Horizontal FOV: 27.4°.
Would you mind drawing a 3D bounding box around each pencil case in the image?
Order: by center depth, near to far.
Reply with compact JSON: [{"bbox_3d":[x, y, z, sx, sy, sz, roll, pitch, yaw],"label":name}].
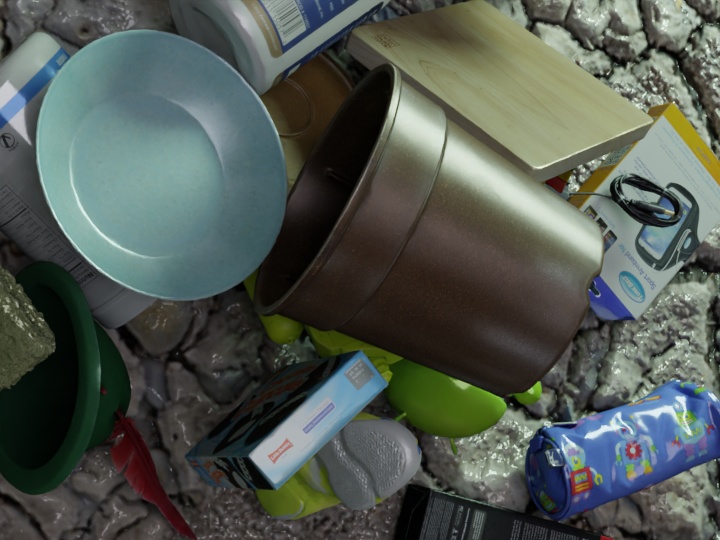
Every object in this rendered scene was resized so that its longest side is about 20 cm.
[{"bbox_3d":[0.242,0.160,1.351,0.200,0.078,0.087,-16,86,-24],"label":"pencil case"}]

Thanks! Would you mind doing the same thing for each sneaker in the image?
[{"bbox_3d":[0.001,0.147,1.186,0.105,0.200,0.076,-16,87,-40],"label":"sneaker"}]

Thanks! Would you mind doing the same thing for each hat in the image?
[{"bbox_3d":[-0.185,0.092,1.149,0.176,0.200,0.166,4,44,-42],"label":"hat"}]

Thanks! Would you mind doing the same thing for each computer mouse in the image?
[{"bbox_3d":[0.196,-0.072,1.328,0.199,0.034,0.059,7,71,-6],"label":"computer mouse"}]

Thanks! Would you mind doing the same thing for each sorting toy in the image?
[{"bbox_3d":[0.109,-0.135,1.236,0.200,0.070,0.199,39,36,22],"label":"sorting toy"}]

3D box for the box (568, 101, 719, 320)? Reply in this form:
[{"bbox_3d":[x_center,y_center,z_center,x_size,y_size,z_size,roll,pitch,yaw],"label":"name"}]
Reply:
[{"bbox_3d":[0.260,-0.048,1.387,0.200,0.041,0.119,-46,106,-16],"label":"box"}]

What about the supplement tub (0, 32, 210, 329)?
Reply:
[{"bbox_3d":[-0.218,-0.068,1.121,0.200,0.132,0.132,45,72,-16],"label":"supplement tub"}]

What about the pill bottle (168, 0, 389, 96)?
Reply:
[{"bbox_3d":[-0.042,-0.231,1.155,0.200,0.111,0.111,-39,104,-23],"label":"pill bottle"}]

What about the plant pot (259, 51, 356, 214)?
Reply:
[{"bbox_3d":[-0.071,-0.128,1.194,0.200,0.027,0.201,15,54,-21],"label":"plant pot"}]

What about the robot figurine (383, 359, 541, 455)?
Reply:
[{"bbox_3d":[0.089,0.053,1.264,0.175,0.116,0.200,28,78,-29],"label":"robot figurine"}]

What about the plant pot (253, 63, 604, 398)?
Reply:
[{"bbox_3d":[0.055,-0.014,1.073,0.198,0.200,0.201,28,77,-15],"label":"plant pot"}]

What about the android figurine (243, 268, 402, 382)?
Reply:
[{"bbox_3d":[0.000,0.000,1.203,0.182,0.041,0.200,-26,61,-8],"label":"android figurine"}]

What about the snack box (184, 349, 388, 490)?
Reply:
[{"bbox_3d":[-0.062,0.118,1.147,0.116,0.200,0.037,-42,98,-20],"label":"snack box"}]

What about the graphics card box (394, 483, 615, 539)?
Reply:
[{"bbox_3d":[0.121,0.273,1.307,0.200,0.051,0.126,18,82,-24],"label":"graphics card box"}]

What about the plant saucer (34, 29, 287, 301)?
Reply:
[{"bbox_3d":[-0.147,-0.072,1.067,0.201,0.039,0.202,11,71,-32],"label":"plant saucer"}]

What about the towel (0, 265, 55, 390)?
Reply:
[{"bbox_3d":[-0.323,0.016,1.069,0.148,0.036,0.200,-39,92,24],"label":"towel"}]
